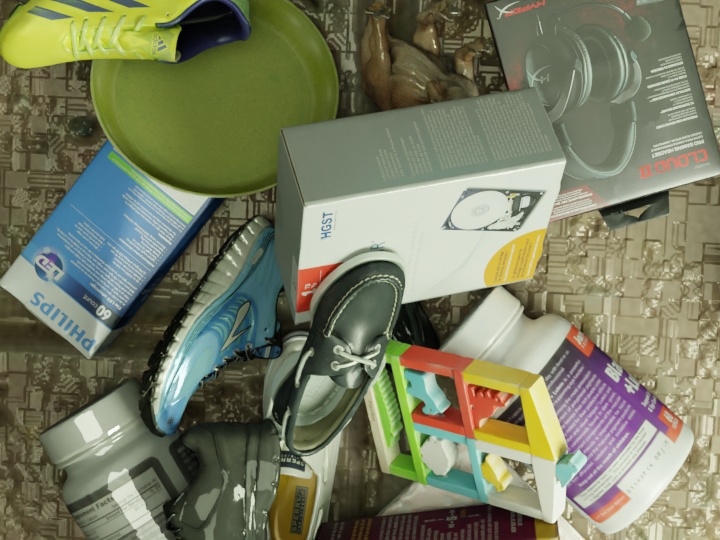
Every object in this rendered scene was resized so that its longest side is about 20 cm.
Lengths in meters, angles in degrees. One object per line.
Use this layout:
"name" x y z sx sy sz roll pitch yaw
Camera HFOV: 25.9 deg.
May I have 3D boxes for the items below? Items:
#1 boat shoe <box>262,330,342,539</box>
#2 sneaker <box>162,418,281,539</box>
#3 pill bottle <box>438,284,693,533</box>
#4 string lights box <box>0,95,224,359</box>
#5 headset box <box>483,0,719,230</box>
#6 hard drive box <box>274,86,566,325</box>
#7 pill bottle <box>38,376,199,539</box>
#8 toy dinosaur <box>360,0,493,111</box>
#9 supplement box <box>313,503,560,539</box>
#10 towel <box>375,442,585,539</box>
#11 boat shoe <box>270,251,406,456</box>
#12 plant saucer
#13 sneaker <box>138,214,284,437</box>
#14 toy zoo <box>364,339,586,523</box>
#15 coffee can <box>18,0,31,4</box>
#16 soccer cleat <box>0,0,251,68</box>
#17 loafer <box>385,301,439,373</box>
"boat shoe" -0.054 0.152 1.307 0.070 0.070 0.201 7 97 6
"sneaker" -0.113 0.215 1.234 0.090 0.076 0.201 5 77 -6
"pill bottle" 0.159 0.106 1.259 0.200 0.111 0.112 41 99 0
"string lights box" -0.199 -0.036 1.309 0.103 0.059 0.200 40 99 1
"headset box" 0.195 -0.135 1.247 0.148 0.077 0.201 -15 93 7
"hard drive box" 0.040 -0.048 1.187 0.199 0.156 0.077 -11 57 -11
"pill bottle" -0.177 0.198 1.304 0.113 0.114 0.201 -30 92 8
"toy dinosaur" 0.045 -0.140 1.266 0.086 0.136 0.200 -26 67 -29
"supplement box" 0.067 0.268 1.256 0.199 0.103 0.132 -6 100 6
"towel" 0.089 0.266 1.324 0.200 0.032 0.191 -44 89 8
"boat shoe" -0.012 0.067 1.200 0.075 0.061 0.200 4 138 -20
"plant saucer" -0.117 -0.145 1.264 0.199 0.031 0.201 3 68 -8
"sneaker" -0.106 0.054 1.275 0.090 0.078 0.200 36 72 -9
"toy zoo" 0.089 0.126 1.229 0.199 0.020 0.132 11 127 37
"coffee can" -0.253 -0.323 1.240 0.146 0.146 0.201 30 98 2
"soccer cleat" -0.179 -0.189 1.215 0.199 0.065 0.084 -16 55 -18
"loafer" 0.000 0.000 1.285 0.068 0.070 0.201 -32 92 8
